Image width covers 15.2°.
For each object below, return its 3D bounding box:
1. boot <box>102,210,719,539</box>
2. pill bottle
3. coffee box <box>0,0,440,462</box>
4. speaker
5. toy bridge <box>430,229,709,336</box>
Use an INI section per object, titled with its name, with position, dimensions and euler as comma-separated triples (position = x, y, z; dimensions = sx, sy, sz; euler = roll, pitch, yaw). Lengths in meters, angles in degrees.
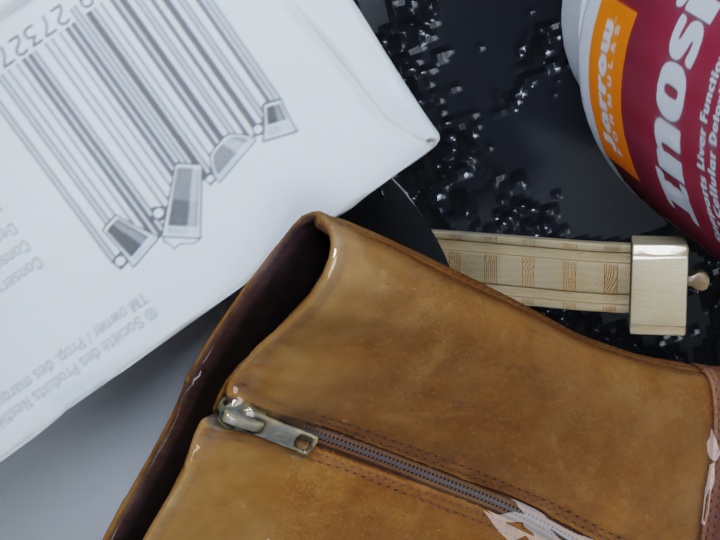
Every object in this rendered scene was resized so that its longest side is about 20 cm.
[boot]
position = 0.031, 0.092, 0.642
dimensions = 0.200, 0.069, 0.188
euler = 14, 120, -30
[pill bottle]
position = 0.127, -0.050, 0.732
dimensions = 0.113, 0.200, 0.113
euler = -5, 109, -15
[coffee box]
position = -0.133, -0.075, 0.647
dimensions = 0.199, 0.198, 0.200
euler = -35, 112, -2
[speaker]
position = -0.070, 0.041, 0.721
dimensions = 0.200, 0.081, 0.081
euler = -22, 116, 24
[toy bridge]
position = 0.000, 0.000, 0.776
dimensions = 0.199, 0.067, 0.027
euler = 2, 96, 4
